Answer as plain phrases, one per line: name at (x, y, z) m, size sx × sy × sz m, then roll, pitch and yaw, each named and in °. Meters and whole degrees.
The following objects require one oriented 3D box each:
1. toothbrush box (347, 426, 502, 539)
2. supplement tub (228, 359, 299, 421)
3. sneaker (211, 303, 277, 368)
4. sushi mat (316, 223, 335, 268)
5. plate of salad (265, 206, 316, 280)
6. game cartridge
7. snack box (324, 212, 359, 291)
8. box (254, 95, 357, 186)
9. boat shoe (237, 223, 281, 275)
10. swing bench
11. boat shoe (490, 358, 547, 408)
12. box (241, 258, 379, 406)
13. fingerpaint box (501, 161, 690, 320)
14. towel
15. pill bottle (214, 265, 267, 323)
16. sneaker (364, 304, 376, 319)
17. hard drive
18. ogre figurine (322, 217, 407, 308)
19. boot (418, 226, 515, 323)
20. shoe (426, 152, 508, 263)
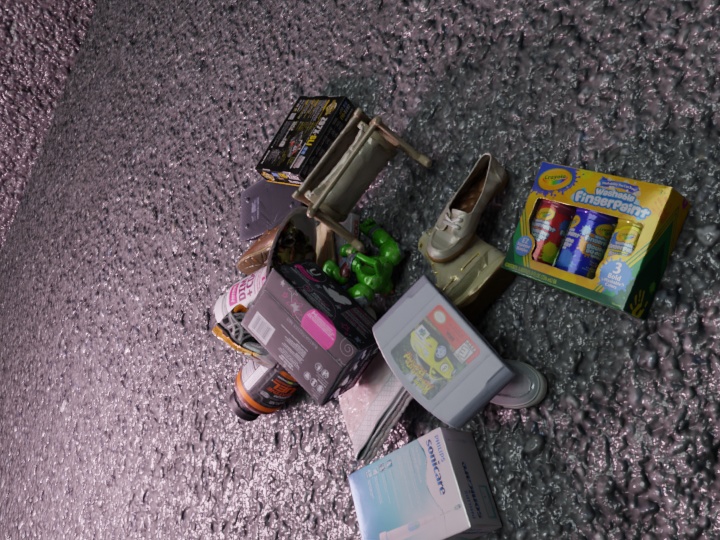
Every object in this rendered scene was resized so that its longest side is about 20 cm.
toothbrush box at (0.090, 0.343, 1.033) m, size 0.200 × 0.085 × 0.147 m, roll -38°, pitch 53°, yaw 31°
supplement tub at (-0.170, 0.203, 1.326) m, size 0.200 × 0.107 × 0.107 m, roll -48°, pitch 48°, yaw 24°
sneaker at (-0.206, 0.117, 1.269) m, size 0.200 × 0.078 × 0.077 m, roll 24°, pitch 77°, yaw 49°
sushi mat at (-0.075, -0.006, 1.336) m, size 0.096 × 0.012 × 0.201 m, roll -42°, pitch 45°, yaw 46°
plate of salad at (-0.115, -0.016, 1.254) m, size 0.048 × 0.200 × 0.201 m, roll 15°, pitch 87°, yaw 19°
game cartridge at (0.111, 0.121, 0.998) m, size 0.133 × 0.041 × 0.200 m, roll -48°, pitch 64°, yaw 14°
snack box at (-0.039, -0.007, 1.324) m, size 0.072 × 0.024 × 0.201 m, roll -12°, pitch 68°, yaw 43°
box at (-0.115, -0.273, 1.438) m, size 0.159 × 0.049 × 0.201 m, roll 15°, pitch 71°, yaw 44°
boat shoe at (-0.185, -0.048, 1.458) m, size 0.200 × 0.072 × 0.068 m, roll -29°, pitch 40°, yaw 38°
swing bench at (-0.011, -0.169, 1.218) m, size 0.199 × 0.129 × 0.200 m, roll -53°, pitch 25°, yaw 6°
boat shoe at (0.175, 0.156, 1.021) m, size 0.200 × 0.071 × 0.071 m, roll 8°, pitch 82°, yaw 46°
box at (-0.074, 0.098, 1.142) m, size 0.200 × 0.115 × 0.132 m, roll 42°, pitch 117°, yaw 18°
fingerpaint box at (0.316, -0.047, 0.948) m, size 0.200 × 0.073 × 0.168 m, roll 25°, pitch 94°, yaw 46°
towel at (0.032, 0.188, 1.132) m, size 0.201 × 0.032 × 0.191 m, roll -59°, pitch 19°, yaw 13°
pill bottle at (-0.198, 0.060, 1.396) m, size 0.199 × 0.113 × 0.114 m, roll -26°, pitch 59°, yaw 37°
sneaker at (-0.029, 0.141, 1.247) m, size 0.200 × 0.073 × 0.085 m, roll -51°, pitch 14°, yaw 25°
hard drive at (-0.187, -0.143, 1.505) m, size 0.199 × 0.042 × 0.136 m, roll -20°, pitch 63°, yaw 38°
ogre figurine at (0.000, 0.000, 1.222) m, size 0.119 × 0.200 × 0.099 m, roll 20°, pitch 135°, yaw 41°
boot at (0.129, 0.016, 1.097) m, size 0.200 × 0.073 × 0.156 m, roll -45°, pitch 48°, yaw 5°
shoe at (0.161, -0.100, 1.082) m, size 0.070 × 0.053 × 0.200 m, roll 22°, pitch 68°, yaw 38°
